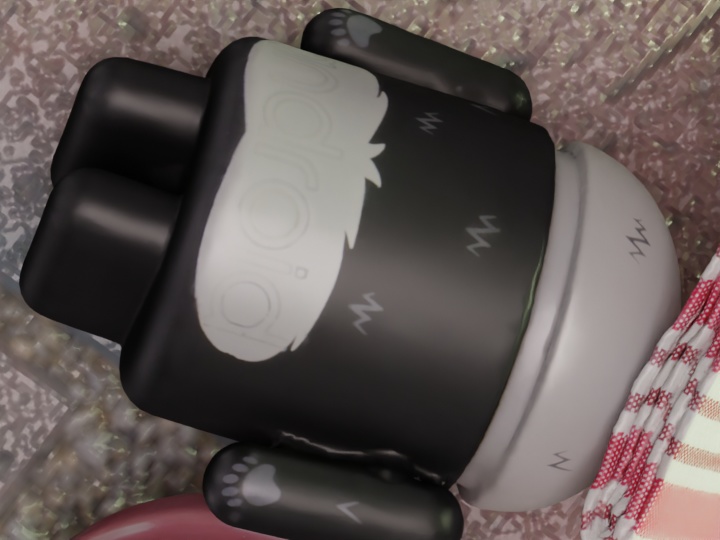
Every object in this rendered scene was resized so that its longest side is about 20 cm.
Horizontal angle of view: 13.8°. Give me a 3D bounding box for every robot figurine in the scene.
[{"bbox_3d":[-0.001,0.002,0.925,0.200,0.125,0.150,17,98,-9],"label":"robot figurine"}]

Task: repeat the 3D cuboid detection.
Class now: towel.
[{"bbox_3d":[0.137,0.003,0.933,0.030,0.146,0.200,29,95,26],"label":"towel"}]

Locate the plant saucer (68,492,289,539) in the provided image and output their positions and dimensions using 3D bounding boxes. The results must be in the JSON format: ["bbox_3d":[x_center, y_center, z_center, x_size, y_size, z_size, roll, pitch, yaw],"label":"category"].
[{"bbox_3d":[-0.037,0.170,0.936,0.200,0.051,0.201,8,112,19],"label":"plant saucer"}]
